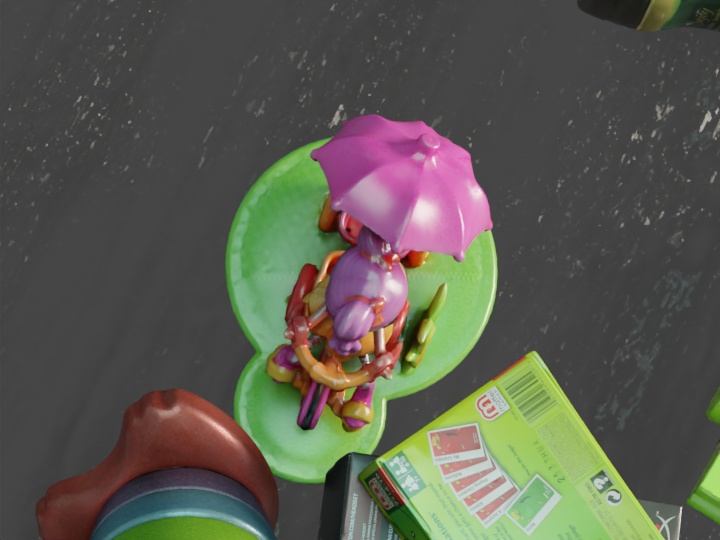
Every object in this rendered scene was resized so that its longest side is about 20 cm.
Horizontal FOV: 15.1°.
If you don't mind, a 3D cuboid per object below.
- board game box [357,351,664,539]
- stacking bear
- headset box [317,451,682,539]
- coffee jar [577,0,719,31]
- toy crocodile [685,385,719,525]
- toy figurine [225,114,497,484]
[{"bbox_3d":[0.099,0.153,1.351,0.101,0.048,0.200,-34,85,-17],"label":"board game box"},{"bbox_3d":[-0.089,0.176,1.327,0.114,0.200,0.121,33,117,-25],"label":"stacking bear"},{"bbox_3d":[0.055,0.182,1.400,0.199,0.077,0.149,9,75,-8],"label":"headset box"},{"bbox_3d":[0.222,-0.175,1.511,0.199,0.085,0.105,9,75,-3],"label":"coffee jar"},{"bbox_3d":[0.237,0.050,1.474,0.067,0.062,0.200,27,79,1],"label":"toy crocodile"},{"bbox_3d":[0.000,0.000,1.393,0.150,0.184,0.201,22,75,0],"label":"toy figurine"}]
